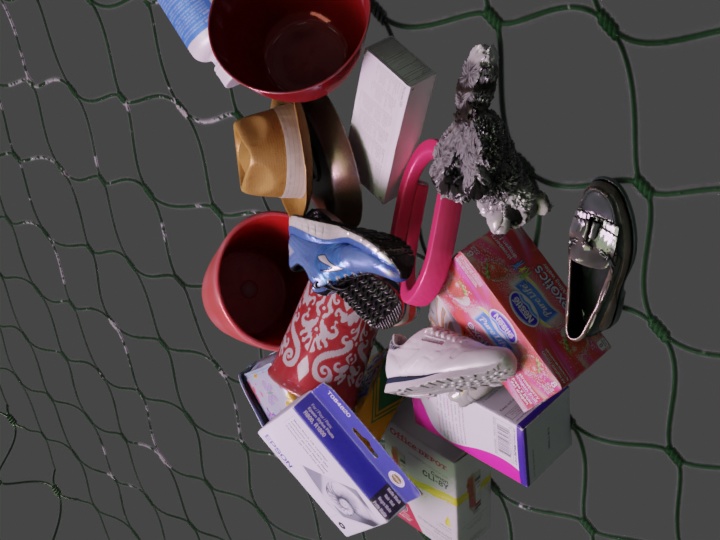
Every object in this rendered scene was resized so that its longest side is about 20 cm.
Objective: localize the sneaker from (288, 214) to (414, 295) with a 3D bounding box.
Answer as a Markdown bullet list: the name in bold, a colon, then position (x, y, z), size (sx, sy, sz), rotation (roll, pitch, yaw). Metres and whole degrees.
- **sneaker**: position (-0.014, -0.009, 1.504), size (0.199, 0.078, 0.090), rotation (16, 98, 45)

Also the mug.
- **mug**: position (-0.033, 0.066, 1.716), size (0.132, 0.178, 0.202), rotation (20, 101, -2)

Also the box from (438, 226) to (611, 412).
- **box**: position (0.189, 0.052, 1.475), size (0.201, 0.099, 0.095), rotation (54, 148, 6)

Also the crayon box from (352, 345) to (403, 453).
- **crayon box**: position (0.003, 0.204, 1.759), size (0.051, 0.201, 0.126), rotation (37, 149, -11)

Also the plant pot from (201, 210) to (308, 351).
- **plant pot**: position (-0.147, 0.024, 1.841), size (0.202, 0.199, 0.177), rotation (60, 158, -5)

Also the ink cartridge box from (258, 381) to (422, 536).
- **ink cartridge box**: position (-0.032, 0.257, 1.646), size (0.200, 0.041, 0.200), rotation (49, 148, 1)

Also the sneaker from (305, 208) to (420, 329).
- **sneaker**: position (0.001, 0.000, 1.596), size (0.200, 0.093, 0.071), rotation (46, 109, 24)

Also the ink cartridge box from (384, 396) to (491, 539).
- **ink cartridge box**: position (0.112, 0.293, 1.800), size (0.144, 0.083, 0.202), rotation (30, 139, 36)

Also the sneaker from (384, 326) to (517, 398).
- **sneaker**: position (0.103, 0.103, 1.480), size (0.199, 0.076, 0.082), rotation (-12, 67, 43)

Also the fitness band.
- **fitness band**: position (0.080, -0.058, 1.495), size (0.143, 0.037, 0.203), rotation (-173, 93, -70)

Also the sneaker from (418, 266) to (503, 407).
- **sneaker**: position (0.108, 0.082, 1.566), size (0.092, 0.075, 0.201), rotation (-40, 52, 19)

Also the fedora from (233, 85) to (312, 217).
- **fedora**: position (-0.119, -0.150, 1.594), size (0.200, 0.081, 0.203), rotation (172, 90, -75)

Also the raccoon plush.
- **raccoon plush**: position (0.168, -0.139, 1.389), size (0.097, 0.133, 0.202), rotation (38, 113, 52)

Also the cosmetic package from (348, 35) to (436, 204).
- **cosmetic package**: position (0.034, -0.183, 1.526), size (0.083, 0.050, 0.201), rotation (46, 147, 25)

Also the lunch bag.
- **lunch bag**: position (-0.108, 0.213, 1.995), size (0.171, 0.126, 0.200), rotation (62, 154, -3)

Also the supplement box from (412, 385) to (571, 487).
- **supplement box**: position (0.167, 0.176, 1.609), size (0.199, 0.103, 0.102), rotation (25, 137, 39)

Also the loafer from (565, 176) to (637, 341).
- **loafer**: position (0.259, -0.005, 1.364), size (0.071, 0.063, 0.202), rotation (29, 138, 37)

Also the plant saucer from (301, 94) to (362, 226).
- **plant saucer**: position (-0.052, -0.147, 1.628), size (0.201, 0.034, 0.201), rotation (90, 154, -50)

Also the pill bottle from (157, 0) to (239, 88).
- **pill bottle**: position (-0.200, -0.349, 1.642), size (0.201, 0.112, 0.112), rotation (58, 148, 0)

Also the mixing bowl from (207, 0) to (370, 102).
- **mixing bowl**: position (-0.076, -0.281, 1.492), size (0.200, 0.200, 0.109), rotation (44, 173, 20)
